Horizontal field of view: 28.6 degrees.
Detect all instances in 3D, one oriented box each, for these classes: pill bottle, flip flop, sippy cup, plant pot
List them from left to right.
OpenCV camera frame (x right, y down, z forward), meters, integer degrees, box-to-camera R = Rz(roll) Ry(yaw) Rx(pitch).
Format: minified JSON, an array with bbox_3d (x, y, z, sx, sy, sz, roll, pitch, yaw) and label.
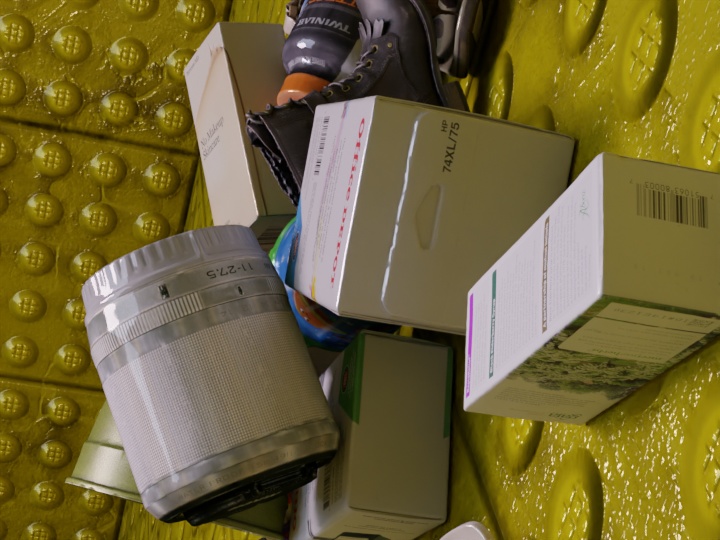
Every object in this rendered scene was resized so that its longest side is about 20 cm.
[{"bbox_3d":[-0.139,0.123,1.268,0.200,0.199,0.194,151,136,-74],"label":"plant pot"},{"bbox_3d":[-0.005,-0.222,1.317,0.201,0.106,0.106,-64,7,-22],"label":"pill bottle"},{"bbox_3d":[0.000,0.000,1.195,0.130,0.139,0.179,162,115,-74],"label":"sippy cup"},{"bbox_3d":[0.069,-0.214,1.225,0.200,0.057,0.082,-125,50,-76],"label":"flip flop"}]

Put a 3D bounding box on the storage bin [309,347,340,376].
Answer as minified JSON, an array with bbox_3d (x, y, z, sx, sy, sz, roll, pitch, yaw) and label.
[{"bbox_3d":[-0.041,0.070,1.420,0.199,0.093,0.201,-150,70,-76],"label":"storage bin"}]

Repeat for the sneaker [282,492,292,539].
[{"bbox_3d":[-0.037,0.263,1.286,0.201,0.083,0.081,-98,21,-50],"label":"sneaker"}]

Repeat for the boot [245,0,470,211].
[{"bbox_3d":[-0.014,-0.146,1.152,0.201,0.173,0.069,64,161,15],"label":"boot"}]

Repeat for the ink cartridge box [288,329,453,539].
[{"bbox_3d":[0.005,0.152,1.178,0.200,0.084,0.147,129,147,-65],"label":"ink cartridge box"}]

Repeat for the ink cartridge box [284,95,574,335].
[{"bbox_3d":[0.042,-0.039,1.021,0.200,0.145,0.148,-158,78,-76],"label":"ink cartridge box"}]

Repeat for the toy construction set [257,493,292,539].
[{"bbox_3d":[-0.096,0.221,1.417,0.092,0.200,0.131,-29,35,13],"label":"toy construction set"}]

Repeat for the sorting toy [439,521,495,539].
[{"bbox_3d":[0.048,0.262,0.911,0.200,0.106,0.180,-96,28,-51],"label":"sorting toy"}]

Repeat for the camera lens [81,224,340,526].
[{"bbox_3d":[-0.116,0.085,1.095,0.201,0.159,0.160,68,159,11],"label":"camera lens"}]

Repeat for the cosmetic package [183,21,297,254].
[{"bbox_3d":[-0.104,-0.125,1.352,0.104,0.073,0.201,-41,58,55],"label":"cosmetic package"}]

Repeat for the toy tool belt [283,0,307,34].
[{"bbox_3d":[-0.021,-0.244,1.432,0.200,0.125,0.123,-47,-3,-39],"label":"toy tool belt"}]

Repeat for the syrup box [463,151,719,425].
[{"bbox_3d":[0.125,0.018,0.772,0.200,0.078,0.082,127,150,-64],"label":"syrup box"}]
